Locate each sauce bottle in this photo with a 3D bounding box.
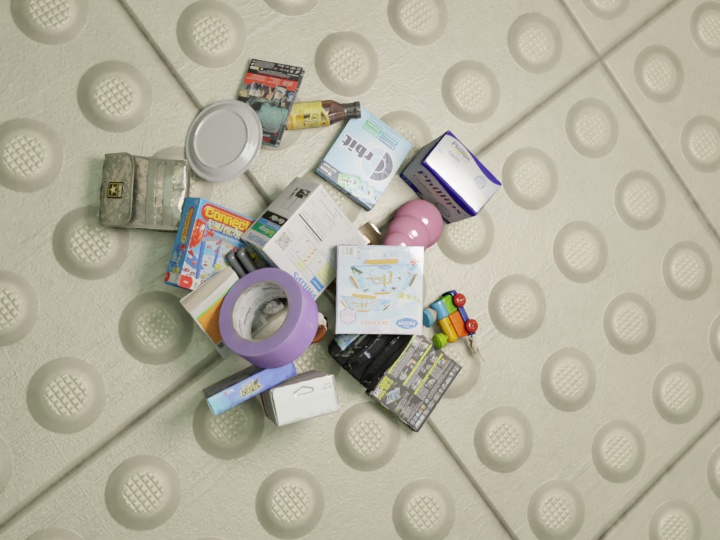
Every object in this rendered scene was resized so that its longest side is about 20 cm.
[{"bbox_3d":[-0.098,-0.378,1.742,0.198,0.066,0.067,-7,88,-1],"label":"sauce bottle"}]

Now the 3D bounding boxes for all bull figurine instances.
[{"bbox_3d":[-0.120,0.142,1.656,0.121,0.200,0.065,-39,84,3],"label":"bull figurine"}]

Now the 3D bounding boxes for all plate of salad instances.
[{"bbox_3d":[-0.316,-0.299,1.685,0.198,0.048,0.202,-4,77,17],"label":"plate of salad"}]

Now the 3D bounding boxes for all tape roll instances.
[{"bbox_3d":[-0.196,0.101,1.543,0.198,0.085,0.202,-9,62,18],"label":"tape roll"}]

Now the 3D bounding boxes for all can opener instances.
[{"bbox_3d":[-0.239,0.024,1.666,0.052,0.067,0.201,-19,129,16],"label":"can opener"}]

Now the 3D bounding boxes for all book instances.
[{"bbox_3d":[-0.300,0.098,1.623,0.133,0.048,0.201,-39,140,-15],"label":"book"}]

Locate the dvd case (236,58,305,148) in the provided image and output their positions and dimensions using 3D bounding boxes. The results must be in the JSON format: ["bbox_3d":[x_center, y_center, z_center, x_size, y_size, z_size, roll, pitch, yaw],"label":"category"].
[{"bbox_3d":[-0.227,-0.398,1.715,0.145,0.022,0.202,14,80,20],"label":"dvd case"}]

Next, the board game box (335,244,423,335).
[{"bbox_3d":[0.042,0.043,1.634,0.198,0.041,0.202,2,90,-4],"label":"board game box"}]

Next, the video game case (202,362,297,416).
[{"bbox_3d":[-0.250,0.250,1.617,0.199,0.181,0.046,-26,93,-14],"label":"video game case"}]

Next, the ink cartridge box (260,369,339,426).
[{"bbox_3d":[-0.142,0.285,1.633,0.146,0.200,0.086,-12,90,-15],"label":"ink cartridge box"}]

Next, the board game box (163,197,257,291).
[{"bbox_3d":[-0.324,-0.041,1.630,0.199,0.056,0.198,21,80,-48],"label":"board game box"}]

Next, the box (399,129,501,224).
[{"bbox_3d":[0.214,-0.221,1.759,0.184,0.200,0.105,43,78,-8],"label":"box"}]

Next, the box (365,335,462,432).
[{"bbox_3d":[0.133,0.270,1.786,0.160,0.044,0.201,38,78,-8],"label":"box"}]

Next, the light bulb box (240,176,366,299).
[{"bbox_3d":[-0.130,-0.071,1.666,0.200,0.125,0.199,-48,124,-13],"label":"light bulb box"}]

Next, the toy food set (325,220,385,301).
[{"bbox_3d":[0.000,0.000,1.761,0.144,0.060,0.200,46,77,-7],"label":"toy food set"}]

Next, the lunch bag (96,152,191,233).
[{"bbox_3d":[-0.486,-0.172,1.620,0.198,0.118,0.166,4,89,-10],"label":"lunch bag"}]

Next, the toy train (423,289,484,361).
[{"bbox_3d":[0.228,0.161,1.786,0.115,0.085,0.201,-27,93,-27],"label":"toy train"}]

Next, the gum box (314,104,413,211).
[{"bbox_3d":[0.009,-0.278,1.791,0.169,0.045,0.201,35,79,-10],"label":"gum box"}]

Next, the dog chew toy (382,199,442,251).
[{"bbox_3d":[0.117,-0.085,1.738,0.125,0.124,0.200,49,46,-7],"label":"dog chew toy"}]

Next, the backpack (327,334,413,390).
[{"bbox_3d":[0.038,0.154,1.718,0.200,0.154,0.163,-43,117,10],"label":"backpack"}]
